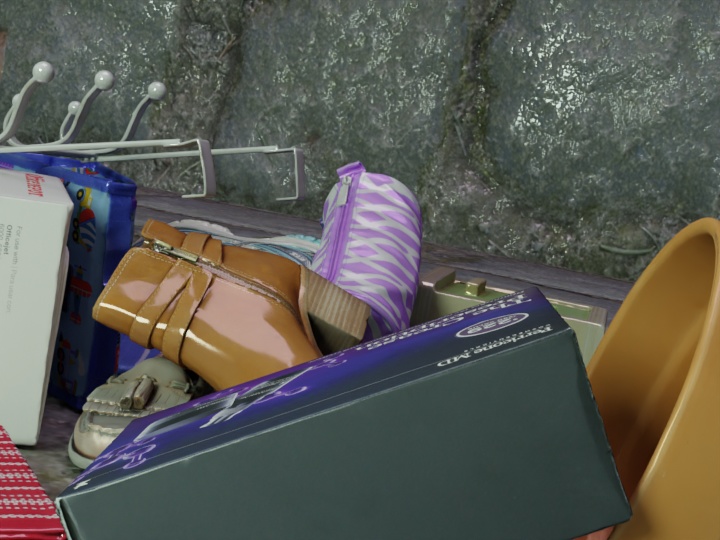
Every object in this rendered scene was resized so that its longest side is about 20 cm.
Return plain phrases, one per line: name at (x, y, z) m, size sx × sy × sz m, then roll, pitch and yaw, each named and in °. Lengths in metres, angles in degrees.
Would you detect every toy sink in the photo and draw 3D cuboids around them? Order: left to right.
toy sink at (0.086, 0.063, 1.054) m, size 0.197 × 0.114 × 0.130 m, roll 11°, pitch 6°, yaw 11°

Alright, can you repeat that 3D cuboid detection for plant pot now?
plant pot at (0.167, 0.097, 0.589) m, size 0.139 × 0.202 × 0.200 m, roll 26°, pitch 6°, yaw 1°

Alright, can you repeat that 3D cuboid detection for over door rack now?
over door rack at (-0.146, -0.091, 0.873) m, size 0.197 × 0.068 × 0.147 m, roll 12°, pitch 7°, yaw 22°

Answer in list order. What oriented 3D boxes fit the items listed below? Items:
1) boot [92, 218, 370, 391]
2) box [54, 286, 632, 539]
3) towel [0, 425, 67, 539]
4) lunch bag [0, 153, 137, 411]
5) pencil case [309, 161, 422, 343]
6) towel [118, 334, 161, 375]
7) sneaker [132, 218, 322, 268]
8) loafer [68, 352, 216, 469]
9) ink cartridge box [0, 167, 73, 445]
boot at (-0.080, 0.045, 0.779) m, size 0.154 × 0.077 × 0.201 m, roll 23°, pitch 37°, yaw -5°
box at (-0.004, 0.078, 0.549) m, size 0.197 × 0.080 × 0.141 m, roll -19°, pitch 7°, yaw 3°
towel at (-0.220, 0.102, 0.627) m, size 0.143 × 0.023 × 0.200 m, roll 5°, pitch 6°, yaw -23°
lunch bag at (-0.199, 0.005, 0.946) m, size 0.093 × 0.153 × 0.199 m, roll 5°, pitch 7°, yaw -33°
pencil case at (0.000, 0.000, 0.970) m, size 0.083 × 0.086 × 0.201 m, roll -14°, pitch 29°, yaw 13°
towel at (-0.094, 0.053, 1.038) m, size 0.197 × 0.024 × 0.145 m, roll -7°, pitch 8°, yaw -2°
sneaker at (-0.115, 0.005, 1.064) m, size 0.197 × 0.079 × 0.086 m, roll -2°, pitch 13°, yaw 18°
loafer at (-0.125, 0.075, 0.830) m, size 0.071 × 0.064 × 0.200 m, roll 10°, pitch 6°, yaw 8°
ink cartridge box at (-0.280, 0.008, 0.805) m, size 0.197 × 0.147 × 0.147 m, roll 8°, pitch 8°, yaw -16°
